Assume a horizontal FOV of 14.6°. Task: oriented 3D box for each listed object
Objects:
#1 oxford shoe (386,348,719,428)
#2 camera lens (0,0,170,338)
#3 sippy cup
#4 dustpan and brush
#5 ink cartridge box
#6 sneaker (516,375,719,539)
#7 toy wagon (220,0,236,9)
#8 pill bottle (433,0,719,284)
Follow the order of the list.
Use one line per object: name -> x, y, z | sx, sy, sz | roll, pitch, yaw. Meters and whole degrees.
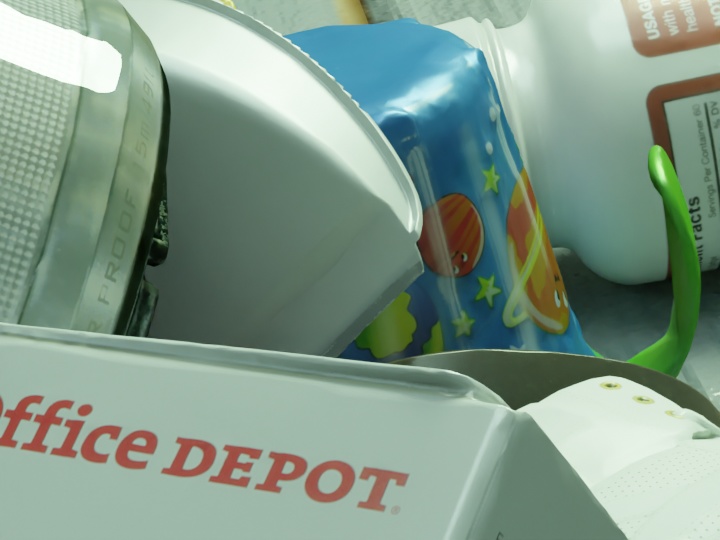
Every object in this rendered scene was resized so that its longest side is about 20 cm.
oxford shoe -> 0.002, 0.071, 0.753 | 0.199, 0.071, 0.072 | -12, 67, -2
camera lens -> -0.154, -0.015, 0.663 | 0.200, 0.160, 0.160 | 19, 16, -17
sippy cup -> 0.000, 0.000, 0.839 | 0.178, 0.131, 0.140 | -24, 26, -26
dustpan and brush -> -0.078, -0.045, 0.777 | 0.140, 0.200, 0.057 | -45, -3, 32
ink cartridge box -> -0.047, 0.118, 0.534 | 0.144, 0.085, 0.200 | 6, 63, 35
sneaker -> 0.104, 0.050, 0.662 | 0.199, 0.074, 0.116 | -18, 27, -11
toy wagon -> -0.099, -0.049, 0.880 | 0.155, 0.040, 0.200 | -60, 14, -27
pill bottle -> 0.123, -0.058, 0.938 | 0.199, 0.112, 0.112 | -11, 23, 0
